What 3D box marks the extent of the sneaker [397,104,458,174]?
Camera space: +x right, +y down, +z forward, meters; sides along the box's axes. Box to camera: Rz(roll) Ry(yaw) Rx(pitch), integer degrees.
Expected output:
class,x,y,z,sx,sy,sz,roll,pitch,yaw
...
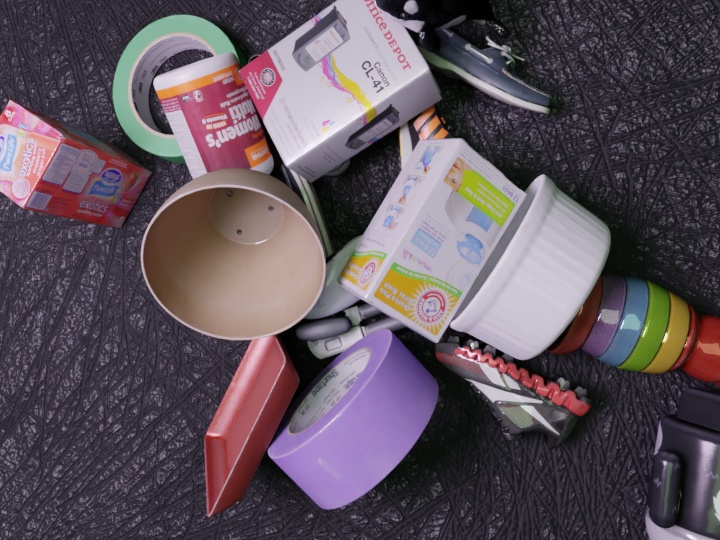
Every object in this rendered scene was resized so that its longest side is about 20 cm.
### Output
class,x,y,z,sx,sy,sz,roll,pitch,yaw
sneaker,0.093,-0.176,0.770,0.089,0.070,0.203,-2,91,6

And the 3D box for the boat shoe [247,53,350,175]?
class,x,y,z,sx,sy,sz,roll,pitch,yaw
boat shoe,-0.090,-0.213,0.811,0.069,0.057,0.201,-40,80,7

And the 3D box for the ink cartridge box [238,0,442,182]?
class,x,y,z,sx,sy,sz,roll,pitch,yaw
ink cartridge box,-0.025,-0.225,0.717,0.199,0.086,0.149,-31,76,14

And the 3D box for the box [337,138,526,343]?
class,x,y,z,sx,sy,sz,roll,pitch,yaw
box,0.078,-0.037,0.688,0.112,0.101,0.201,33,88,-23

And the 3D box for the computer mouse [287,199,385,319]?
class,x,y,z,sx,sy,sz,roll,pitch,yaw
computer mouse,0.000,0.000,0.746,0.199,0.044,0.110,-36,117,-2

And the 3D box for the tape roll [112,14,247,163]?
class,x,y,z,sx,sy,sz,roll,pitch,yaw
tape roll,-0.255,-0.258,0.853,0.198,0.048,0.203,-1,86,12

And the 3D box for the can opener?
class,x,y,z,sx,sy,sz,roll,pitch,yaw
can opener,0.017,0.066,0.775,0.198,0.066,0.053,-19,87,5

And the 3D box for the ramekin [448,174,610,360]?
class,x,y,z,sx,sy,sz,roll,pitch,yaw
ramekin,0.192,0.003,0.676,0.097,0.200,0.202,32,94,4

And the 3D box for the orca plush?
class,x,y,z,sx,sy,sz,roll,pitch,yaw
orca plush,0.109,-0.297,0.654,0.071,0.199,0.106,1,85,49

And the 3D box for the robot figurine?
class,x,y,z,sx,sy,sz,roll,pitch,yaw
robot figurine,0.390,0.236,0.655,0.149,0.125,0.202,10,89,15

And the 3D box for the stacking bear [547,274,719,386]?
class,x,y,z,sx,sy,sz,roll,pitch,yaw
stacking bear,0.338,0.070,0.687,0.198,0.114,0.123,17,91,7

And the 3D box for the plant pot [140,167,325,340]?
class,x,y,z,sx,sy,sz,roll,pitch,yaw
plant pot,-0.139,-0.038,0.698,0.198,0.135,0.202,-2,124,-2

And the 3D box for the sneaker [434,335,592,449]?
class,x,y,z,sx,sy,sz,roll,pitch,yaw
sneaker,0.175,0.151,0.731,0.199,0.071,0.099,25,90,10

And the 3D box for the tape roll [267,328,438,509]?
class,x,y,z,sx,sy,sz,roll,pitch,yaw
tape roll,-0.009,0.168,0.696,0.200,0.200,0.085,-42,97,7

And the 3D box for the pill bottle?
class,x,y,z,sx,sy,sz,roll,pitch,yaw
pill bottle,-0.177,-0.165,0.766,0.108,0.110,0.202,-13,114,11

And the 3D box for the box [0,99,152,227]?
class,x,y,z,sx,sy,sz,roll,pitch,yaw
box,-0.388,-0.134,0.796,0.094,0.200,0.103,34,95,11

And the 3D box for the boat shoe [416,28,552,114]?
class,x,y,z,sx,sy,sz,roll,pitch,yaw
boat shoe,0.159,-0.261,0.756,0.199,0.075,0.062,33,105,20

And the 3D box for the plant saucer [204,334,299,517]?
class,x,y,z,sx,sy,sz,roll,pitch,yaw
plant saucer,-0.138,0.174,0.751,0.036,0.200,0.201,25,93,-18

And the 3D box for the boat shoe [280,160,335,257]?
class,x,y,z,sx,sy,sz,roll,pitch,yaw
boat shoe,-0.076,-0.057,0.794,0.062,0.075,0.202,-17,89,4
